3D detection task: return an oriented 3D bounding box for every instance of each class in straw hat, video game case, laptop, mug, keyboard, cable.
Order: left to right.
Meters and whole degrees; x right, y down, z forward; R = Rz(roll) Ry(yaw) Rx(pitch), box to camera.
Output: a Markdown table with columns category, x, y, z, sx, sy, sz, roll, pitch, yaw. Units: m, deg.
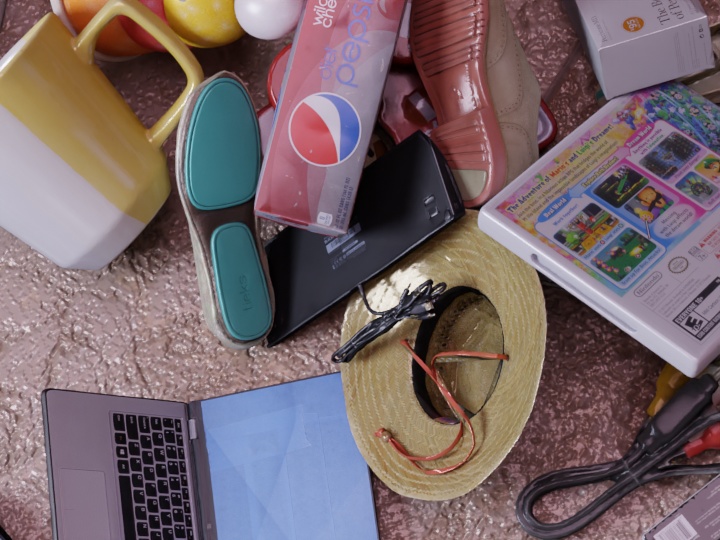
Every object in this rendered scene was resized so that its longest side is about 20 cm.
| category | x | y | z | sx | sy | sz | roll | pitch | yaw |
| --- | --- | --- | --- | --- | --- | --- | --- | --- | --- |
| mug | -0.209 | -0.089 | 1.375 | 0.153 | 0.186 | 0.150 | 44 | 46 | -13 |
| laptop | -0.100 | 0.164 | 1.312 | 0.116 | 0.199 | 0.189 | -27 | 63 | 42 |
| keyboard | 0.000 | 0.000 | 1.346 | 0.200 | 0.021 | 0.128 | -35 | 60 | 36 |
| straw hat | 0.079 | 0.062 | 1.332 | 0.200 | 0.085 | 0.203 | -11 | 73 | 42 |
| cable | 0.204 | 0.132 | 1.332 | 0.200 | 0.050 | 0.097 | -43 | 76 | 5 |
| video game case | 0.209 | -0.039 | 1.279 | 0.182 | 0.024 | 0.200 | 36 | 56 | 24 |

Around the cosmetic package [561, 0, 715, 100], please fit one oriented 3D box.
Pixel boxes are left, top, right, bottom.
| category | x | y | z | sx | sy | sz | roll | pitch | yaw |
| --- | --- | --- | --- | --- | --- | --- | --- | --- | --- |
| cosmetic package | 0.187 | -0.211 | 1.387 | 0.082 | 0.051 | 0.201 | -19 | 42 | 2 |

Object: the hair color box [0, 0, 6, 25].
| category | x | y | z | sx | sy | sz | roll | pitch | yaw |
| --- | --- | --- | --- | --- | --- | --- | --- | --- | --- |
| hair color box | -0.320 | -0.217 | 1.475 | 0.060 | 0.100 | 0.202 | 5 | 72 | 10 |

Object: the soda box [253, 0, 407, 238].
| category | x | y | z | sx | sy | sz | roll | pitch | yaw |
| --- | --- | --- | --- | --- | --- | --- | --- | --- | --- |
| soda box | -0.018 | -0.127 | 1.310 | 0.069 | 0.063 | 0.201 | 15 | 87 | -3 |

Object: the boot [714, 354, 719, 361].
| category | x | y | z | sx | sy | sz | roll | pitch | yaw |
| --- | --- | --- | --- | --- | --- | --- | --- | --- | --- |
| boot | 0.292 | -0.010 | 1.335 | 0.097 | 0.075 | 0.200 | 29 | 66 | 16 |

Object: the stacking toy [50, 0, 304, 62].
| category | x | y | z | sx | sy | sz | roll | pitch | yaw |
| --- | --- | --- | --- | --- | --- | --- | --- | --- | --- |
| stacking toy | -0.118 | -0.212 | 1.394 | 0.199 | 0.146 | 0.147 | 17 | 73 | 37 |

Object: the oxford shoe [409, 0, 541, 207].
| category | x | y | z | sx | sy | sz | roll | pitch | yaw |
| --- | --- | --- | --- | --- | --- | --- | --- | --- | --- |
| oxford shoe | 0.085 | -0.144 | 1.332 | 0.071 | 0.073 | 0.202 | -6 | 87 | 48 |

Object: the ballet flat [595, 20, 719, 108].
| category | x | y | z | sx | sy | sz | roll | pitch | yaw |
| --- | --- | --- | --- | --- | --- | --- | --- | --- | --- |
| ballet flat | 0.269 | -0.157 | 1.397 | 0.199 | 0.070 | 0.070 | -20 | 70 | 0 |

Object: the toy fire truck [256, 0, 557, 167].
| category | x | y | z | sx | sy | sz | roll | pitch | yaw |
| --- | --- | --- | --- | --- | --- | --- | --- | --- | --- |
| toy fire truck | 0.025 | -0.110 | 1.400 | 0.199 | 0.112 | 0.168 | -35 | 89 | -4 |

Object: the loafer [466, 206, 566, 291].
| category | x | y | z | sx | sy | sz | roll | pitch | yaw |
| --- | --- | --- | --- | --- | --- | --- | --- | --- | --- |
| loafer | 0.133 | -0.025 | 1.351 | 0.198 | 0.070 | 0.070 | 13 | 97 | 4 |

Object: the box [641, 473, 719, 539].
| category | x | y | z | sx | sy | sz | roll | pitch | yaw |
| --- | --- | --- | --- | --- | --- | --- | --- | --- | --- |
| box | 0.274 | 0.139 | 1.274 | 0.200 | 0.110 | 0.035 | -37 | 71 | -5 |

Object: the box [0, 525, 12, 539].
| category | x | y | z | sx | sy | sz | roll | pitch | yaw |
| --- | --- | --- | --- | --- | --- | --- | --- | --- | --- |
| box | -0.302 | 0.280 | 1.338 | 0.200 | 0.044 | 0.160 | -42 | 71 | -7 |

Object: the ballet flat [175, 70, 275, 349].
| category | x | y | z | sx | sy | sz | roll | pitch | yaw |
| --- | --- | --- | --- | --- | --- | --- | --- | --- | --- |
| ballet flat | -0.104 | -0.042 | 1.375 | 0.067 | 0.062 | 0.202 | -7 | 98 | -24 |
